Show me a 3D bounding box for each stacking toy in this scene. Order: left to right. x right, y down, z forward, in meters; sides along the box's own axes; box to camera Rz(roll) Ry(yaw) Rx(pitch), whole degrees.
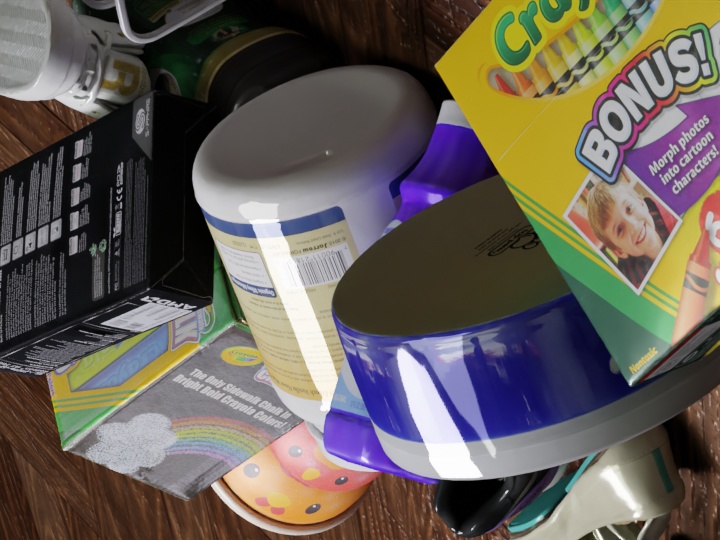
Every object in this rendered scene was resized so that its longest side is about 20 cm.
[{"bbox_3d":[-0.007,0.079,1.816,0.146,0.146,0.200,58,143,-2],"label":"stacking toy"}]

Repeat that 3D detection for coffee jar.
[{"bbox_3d":[-0.092,-0.120,1.737,0.200,0.085,0.105,37,144,43],"label":"coffee jar"}]

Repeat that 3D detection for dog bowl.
[{"bbox_3d":[0.089,0.017,1.375,0.200,0.200,0.079,15,132,60],"label":"dog bowl"}]

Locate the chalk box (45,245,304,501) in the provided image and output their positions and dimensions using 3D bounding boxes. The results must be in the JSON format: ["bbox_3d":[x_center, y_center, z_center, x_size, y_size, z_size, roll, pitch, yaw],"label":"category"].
[{"bbox_3d":[-0.087,0.029,1.763,0.124,0.200,0.124,29,-146,-45],"label":"chalk box"}]

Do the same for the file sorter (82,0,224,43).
[{"bbox_3d":[-0.146,-0.243,1.632,0.200,0.124,0.139,41,154,35],"label":"file sorter"}]

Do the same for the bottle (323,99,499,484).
[{"bbox_3d":[0.038,0.011,1.510,0.065,0.201,0.083,18,177,-20],"label":"bottle"}]

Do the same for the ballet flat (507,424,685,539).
[{"bbox_3d":[0.138,0.140,1.632,0.070,0.069,0.200,54,159,8],"label":"ballet flat"}]

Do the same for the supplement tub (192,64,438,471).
[{"bbox_3d":[0.000,0.000,1.624,0.144,0.144,0.200,26,143,54],"label":"supplement tub"}]

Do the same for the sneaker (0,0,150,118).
[{"bbox_3d":[-0.166,-0.128,1.657,0.115,0.074,0.200,17,-175,-25],"label":"sneaker"}]

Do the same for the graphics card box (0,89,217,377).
[{"bbox_3d":[-0.160,-0.019,1.696,0.200,0.051,0.126,-24,60,50],"label":"graphics card box"}]

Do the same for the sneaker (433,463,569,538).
[{"bbox_3d":[0.090,0.064,1.532,0.076,0.088,0.200,27,129,19],"label":"sneaker"}]

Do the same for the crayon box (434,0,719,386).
[{"bbox_3d":[0.141,-0.078,1.199,0.173,0.058,0.200,58,135,15],"label":"crayon box"}]
